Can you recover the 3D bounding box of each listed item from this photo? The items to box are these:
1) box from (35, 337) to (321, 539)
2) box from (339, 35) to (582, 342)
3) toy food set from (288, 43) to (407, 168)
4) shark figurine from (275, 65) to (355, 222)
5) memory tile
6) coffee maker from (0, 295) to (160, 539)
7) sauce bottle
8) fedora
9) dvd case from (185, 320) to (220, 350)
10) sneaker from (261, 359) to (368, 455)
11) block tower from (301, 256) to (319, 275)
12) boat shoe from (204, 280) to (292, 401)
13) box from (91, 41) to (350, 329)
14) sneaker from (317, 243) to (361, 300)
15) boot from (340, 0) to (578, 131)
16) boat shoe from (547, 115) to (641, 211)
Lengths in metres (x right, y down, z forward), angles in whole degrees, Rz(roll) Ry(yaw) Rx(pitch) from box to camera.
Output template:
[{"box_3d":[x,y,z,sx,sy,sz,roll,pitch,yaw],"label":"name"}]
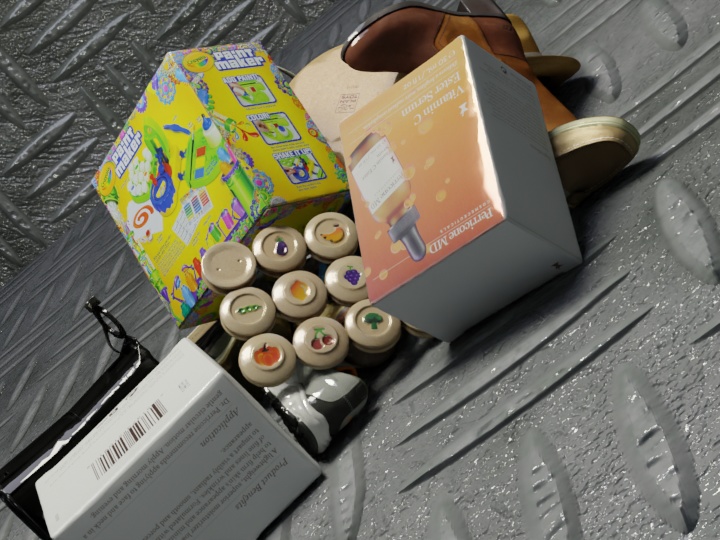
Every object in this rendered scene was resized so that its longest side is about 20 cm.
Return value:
[{"box_3d":[-0.165,0.183,1.365,0.199,0.131,0.200,-44,15,-8],"label":"box"},{"box_3d":[0.081,-0.069,1.328,0.152,0.106,0.200,-33,49,30],"label":"box"},{"box_3d":[-0.002,-0.159,1.590,0.200,0.049,0.198,-14,53,21],"label":"toy food set"},{"box_3d":[-0.041,-0.121,1.678,0.128,0.089,0.215,-6,74,24],"label":"shark figurine"},{"box_3d":[-0.030,0.015,1.382,0.200,0.153,0.017,-17,-30,-13],"label":"memory tile"},{"box_3d":[-0.268,0.171,1.542,0.200,0.192,0.135,-43,-12,-15],"label":"coffee maker"},{"box_3d":[-0.030,0.061,1.495,0.066,0.066,0.200,-47,16,-19],"label":"sauce bottle"},{"box_3d":[0.139,-0.223,1.673,0.200,0.082,0.201,-16,-5,-1],"label":"fedora"},{"box_3d":[-0.179,0.080,1.805,0.200,0.016,0.149,-47,-6,-13],"label":"dvd case"},{"box_3d":[-0.045,0.107,1.415,0.079,0.074,0.200,-35,20,-9],"label":"sneaker"},{"box_3d":[-0.067,0.031,1.686,0.200,0.054,0.058,-32,17,32],"label":"block tower"},{"box_3d":[-0.119,0.081,1.565,0.201,0.072,0.066,128,153,-50],"label":"boat shoe"},{"box_3d":[-0.139,-0.084,1.529,0.122,0.193,0.200,-15,-25,-43],"label":"box"},{"box_3d":[0.000,0.000,1.510,0.200,0.082,0.073,-96,12,-83],"label":"sneaker"},{"box_3d":[0.098,-0.171,1.504,0.188,0.200,0.069,-9,-36,-29],"label":"boot"},{"box_3d":[0.163,-0.069,1.380,0.200,0.074,0.066,-30,36,39],"label":"boat shoe"}]
